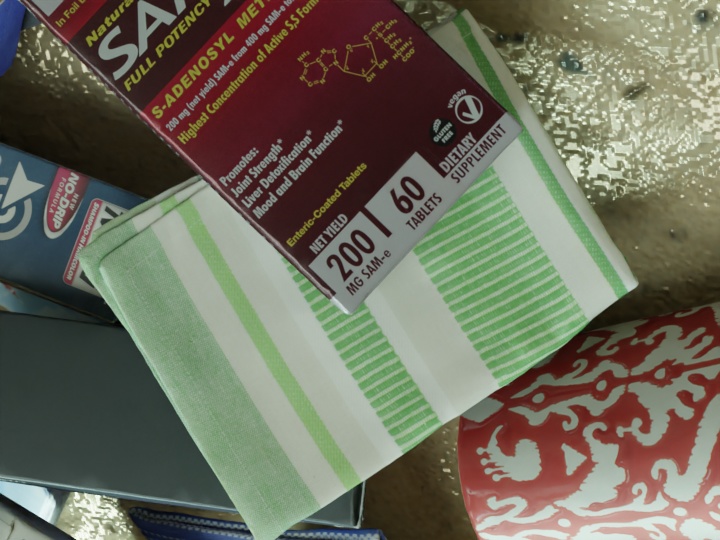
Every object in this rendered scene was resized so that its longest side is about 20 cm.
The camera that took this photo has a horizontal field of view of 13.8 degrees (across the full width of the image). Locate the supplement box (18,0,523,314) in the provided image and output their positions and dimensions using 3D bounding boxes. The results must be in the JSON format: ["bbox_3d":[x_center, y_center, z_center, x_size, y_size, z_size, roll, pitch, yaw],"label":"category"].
[{"bbox_3d":[-0.041,-0.089,1.234,0.200,0.061,0.109,43,90,-2],"label":"supplement box"}]

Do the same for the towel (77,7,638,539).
[{"bbox_3d":[0.000,0.000,1.278,0.200,0.023,0.153,-33,89,-1],"label":"towel"}]

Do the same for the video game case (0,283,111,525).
[{"bbox_3d":[-0.214,0.043,1.510,0.182,0.022,0.200,29,131,1],"label":"video game case"}]

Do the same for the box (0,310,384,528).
[{"bbox_3d":[-0.093,0.066,1.357,0.199,0.141,0.079,8,84,1],"label":"box"}]

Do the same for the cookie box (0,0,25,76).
[{"bbox_3d":[-0.238,-0.176,1.295,0.199,0.075,0.171,30,139,9],"label":"cookie box"}]

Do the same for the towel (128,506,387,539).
[{"bbox_3d":[-0.008,0.169,1.459,0.144,0.024,0.200,4,150,33],"label":"towel"}]

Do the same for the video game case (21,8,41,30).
[{"bbox_3d":[-0.124,-0.185,1.300,0.199,0.019,0.143,-15,117,31],"label":"video game case"}]

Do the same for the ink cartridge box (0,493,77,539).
[{"bbox_3d":[-0.137,0.151,1.433,0.200,0.044,0.198,32,173,-31],"label":"ink cartridge box"}]

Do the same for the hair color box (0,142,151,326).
[{"bbox_3d":[-0.184,-0.034,1.379,0.199,0.100,0.061,21,89,8],"label":"hair color box"}]

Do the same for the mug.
[{"bbox_3d":[0.161,0.093,1.310,0.199,0.134,0.178,-10,119,34],"label":"mug"}]
